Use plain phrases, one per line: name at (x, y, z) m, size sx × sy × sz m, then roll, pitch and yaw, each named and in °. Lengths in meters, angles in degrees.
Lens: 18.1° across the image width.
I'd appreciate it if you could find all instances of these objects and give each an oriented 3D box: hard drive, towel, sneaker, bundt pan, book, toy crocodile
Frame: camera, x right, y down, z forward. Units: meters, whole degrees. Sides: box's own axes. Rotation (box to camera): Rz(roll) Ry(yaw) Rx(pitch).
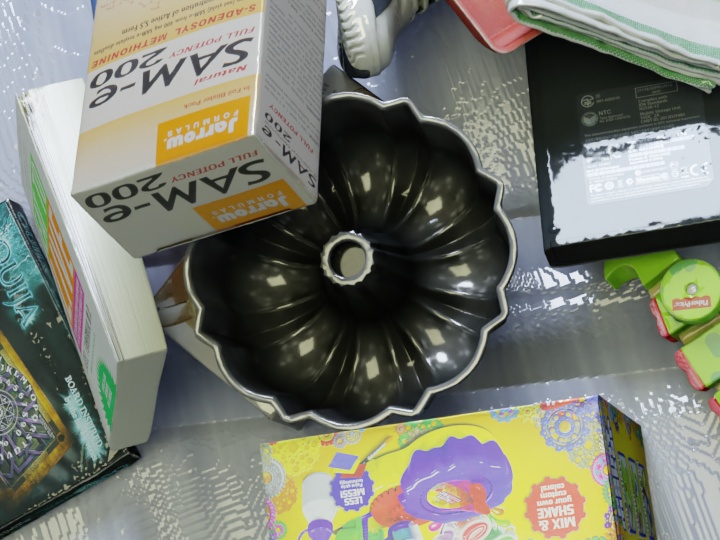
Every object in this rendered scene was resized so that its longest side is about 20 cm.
hard drive at (0.176, -0.106, 1.415) m, size 0.139 × 0.033 × 0.200 m, roll -9°, pitch 62°, yaw 12°
towel at (0.173, -0.217, 1.399) m, size 0.149 × 0.031 × 0.200 m, roll 19°, pitch 60°, yaw -10°
sneaker at (0.048, -0.197, 1.439) m, size 0.129 × 0.080 × 0.199 m, roll -2°, pitch 36°, yaw 3°
bundt pan at (0.000, 0.000, 1.346) m, size 0.201 × 0.076 × 0.202 m, roll -2°, pitch 79°, yaw 13°
book at (-0.171, -0.002, 1.448) m, size 0.048 × 0.134 × 0.200 m, roll -14°, pitch 64°, yaw -17°
toy crocodile at (0.222, 0.056, 1.388) m, size 0.062 × 0.067 × 0.200 m, roll -36°, pitch 72°, yaw 10°

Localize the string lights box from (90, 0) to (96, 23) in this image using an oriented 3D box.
string lights box at (-0.130, -0.136, 1.488) m, size 0.059 × 0.103 × 0.200 m, roll -11°, pitch 78°, yaw 10°

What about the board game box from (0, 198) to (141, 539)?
board game box at (-0.248, 0.070, 1.521) m, size 0.135 × 0.028 × 0.200 m, roll -29°, pitch 75°, yaw 7°

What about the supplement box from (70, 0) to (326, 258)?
supplement box at (-0.092, -0.119, 1.332) m, size 0.126 × 0.074 × 0.200 m, roll -17°, pitch 50°, yaw 23°

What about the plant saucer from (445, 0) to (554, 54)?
plant saucer at (0.086, -0.244, 1.418) m, size 0.199 × 0.037 × 0.200 m, roll -34°, pitch 83°, yaw -32°

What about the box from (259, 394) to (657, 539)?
box at (0.066, 0.156, 1.344) m, size 0.200 × 0.193 × 0.122 m, roll -9°, pitch 79°, yaw 12°

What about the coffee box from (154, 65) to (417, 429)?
coffee box at (-0.028, -0.013, 1.446) m, size 0.114 × 0.080 × 0.200 m, roll 39°, pitch 91°, yaw 17°
